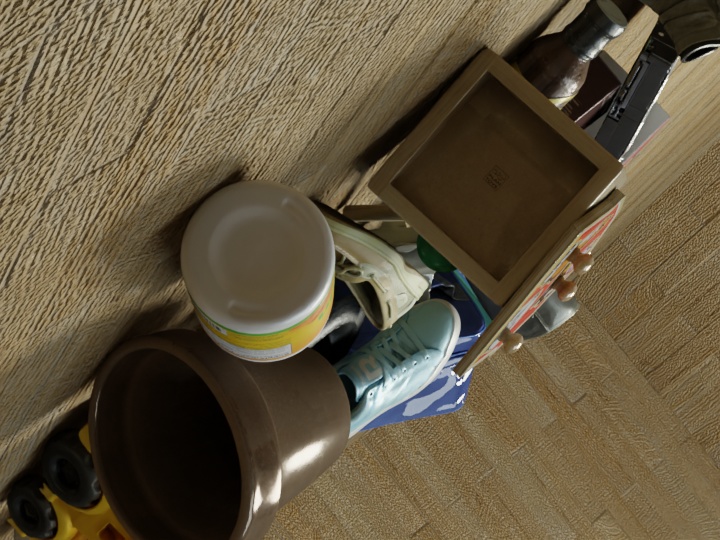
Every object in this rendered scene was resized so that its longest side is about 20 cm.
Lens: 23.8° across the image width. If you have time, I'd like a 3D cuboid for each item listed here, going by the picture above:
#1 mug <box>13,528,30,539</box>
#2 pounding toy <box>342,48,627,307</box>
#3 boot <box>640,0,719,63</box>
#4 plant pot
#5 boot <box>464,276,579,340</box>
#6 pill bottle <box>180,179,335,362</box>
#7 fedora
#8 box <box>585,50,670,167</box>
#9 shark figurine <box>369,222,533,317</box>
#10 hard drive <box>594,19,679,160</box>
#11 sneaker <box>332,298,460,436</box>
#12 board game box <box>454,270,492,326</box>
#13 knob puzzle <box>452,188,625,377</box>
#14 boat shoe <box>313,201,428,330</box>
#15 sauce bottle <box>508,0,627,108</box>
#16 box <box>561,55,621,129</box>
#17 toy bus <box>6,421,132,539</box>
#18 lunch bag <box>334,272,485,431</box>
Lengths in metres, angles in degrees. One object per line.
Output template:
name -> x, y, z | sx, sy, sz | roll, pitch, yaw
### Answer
mug -> -0.282, 0.299, 1.774 | 0.149, 0.153, 0.187 | -36, 171, -22
pounding toy -> 0.099, -0.069, 1.496 | 0.200, 0.184, 0.142 | -49, 170, 6
boot -> 0.313, -0.265, 1.473 | 0.200, 0.131, 0.068 | -36, 172, -21
plant pot -> -0.103, 0.135, 1.451 | 0.174, 0.201, 0.200 | -15, 157, -45
boot -> 0.172, -0.022, 1.815 | 0.181, 0.200, 0.073 | -22, -155, 39
pill bottle -> -0.075, 0.008, 1.299 | 0.111, 0.111, 0.200 | -38, 172, -9
fedora -> -0.086, 0.074, 1.642 | 0.200, 0.092, 0.201 | -41, 166, -12
box -> 0.218, -0.117, 1.869 | 0.152, 0.106, 0.200 | -42, 175, -32
shark figurine -> 0.081, -0.002, 1.725 | 0.128, 0.213, 0.090 | -48, 139, -63
hard drive -> 0.296, -0.209, 1.719 | 0.200, 0.038, 0.140 | -56, 172, -48
sneaker -> 0.017, 0.102, 1.662 | 0.200, 0.074, 0.082 | -44, 169, 0
board game box -> 0.139, -0.001, 2.033 | 0.045, 0.152, 0.200 | -44, 171, 27
knob puzzle -> 0.175, 0.010, 1.496 | 0.220, 0.030, 0.220 | -47, 170, -10
boat shoe -> -0.002, -0.001, 1.533 | 0.063, 0.073, 0.201 | -55, 154, -3
sauce bottle -> 0.159, -0.167, 1.549 | 0.200, 0.065, 0.065 | -44, 170, 31
box -> 0.154, -0.135, 1.676 | 0.200, 0.075, 0.100 | -40, 172, -6
toy bus -> -0.211, 0.229, 1.599 | 0.136, 0.192, 0.200 | -32, 170, -48
lunch bag -> 0.038, 0.070, 1.803 | 0.199, 0.136, 0.133 | -11, 135, -25
